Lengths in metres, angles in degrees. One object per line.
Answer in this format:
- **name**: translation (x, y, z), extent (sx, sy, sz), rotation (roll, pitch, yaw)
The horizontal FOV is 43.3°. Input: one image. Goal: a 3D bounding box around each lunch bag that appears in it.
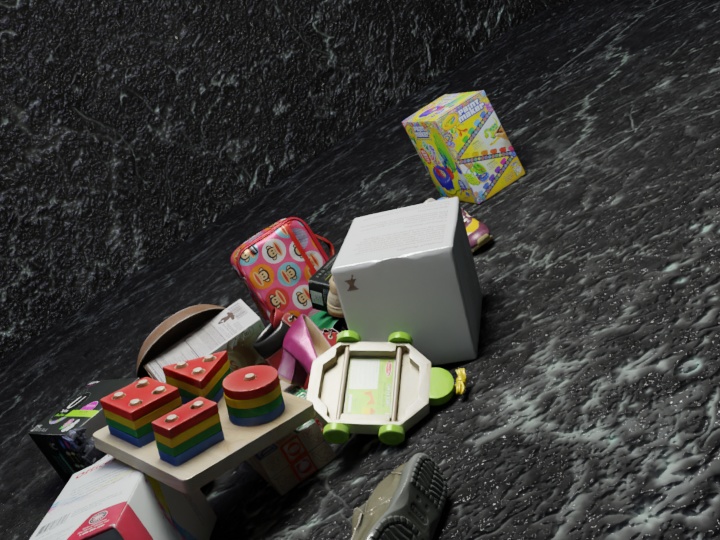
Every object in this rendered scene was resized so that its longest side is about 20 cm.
- **lunch bag**: translation (-0.118, 0.009, 1.639), extent (0.176, 0.201, 0.082), rotation (-35, 12, -17)

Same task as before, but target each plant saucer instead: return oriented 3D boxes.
- **plant saucer**: translation (-0.308, 0.126, 1.578), extent (0.200, 0.035, 0.201), rotation (-35, -24, -18)

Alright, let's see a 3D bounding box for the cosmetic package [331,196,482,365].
- **cosmetic package**: translation (0.072, 0.018, 1.272), extent (0.166, 0.167, 0.200), rotation (-10, 21, 14)

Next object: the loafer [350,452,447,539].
- **loafer**: translation (0.026, 0.259, 0.875), extent (0.070, 0.075, 0.200), rotation (-34, 7, 33)

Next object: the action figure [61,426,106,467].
- **action figure**: translation (-0.340, 0.271, 1.336), extent (0.104, 0.200, 0.194), rotation (30, 78, 28)

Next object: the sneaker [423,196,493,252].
- **sneaker**: translation (0.162, -0.083, 1.615), extent (0.075, 0.090, 0.200), rotation (-33, 16, -12)

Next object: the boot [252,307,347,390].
- **boot**: translation (-0.058, 0.095, 1.371), extent (0.200, 0.145, 0.072), rotation (-34, 15, -19)

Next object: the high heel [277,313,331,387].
- **high heel**: translation (-0.027, 0.127, 1.222), extent (0.199, 0.067, 0.096), rotation (16, 86, 41)

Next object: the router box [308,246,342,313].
- **router box**: translation (0.027, 0.005, 1.532), extent (0.149, 0.062, 0.200), rotation (13, 39, 28)

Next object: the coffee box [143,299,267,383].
- **coffee box**: translation (-0.249, 0.158, 1.542), extent (0.200, 0.115, 0.080), rotation (-35, 42, -16)

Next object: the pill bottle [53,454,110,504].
- **pill bottle**: translation (-0.315, 0.298, 1.260), extent (0.200, 0.113, 0.113), rotation (-35, 17, -15)

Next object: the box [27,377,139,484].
- **box**: translation (-0.435, 0.275, 1.526), extent (0.200, 0.125, 0.148), rotation (-12, 24, 50)

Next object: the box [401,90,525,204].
- **box**: translation (0.209, -0.255, 1.871), extent (0.122, 0.193, 0.200), rotation (-33, 16, -10)

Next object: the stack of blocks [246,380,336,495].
- **stack of blocks**: translation (-0.104, 0.219, 1.226), extent (0.115, 0.059, 0.200), rotation (-34, 16, -16)

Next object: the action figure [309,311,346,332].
- **action figure**: translation (-0.062, 0.099, 1.527), extent (0.118, 0.055, 0.200), rotation (-20, 12, 37)

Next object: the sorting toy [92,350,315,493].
- **sorting toy**: translation (-0.194, 0.165, 1.101), extent (0.199, 0.070, 0.198), rotation (10, 26, 44)

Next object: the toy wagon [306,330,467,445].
- **toy wagon**: translation (0.034, 0.148, 1.141), extent (0.199, 0.040, 0.156), rotation (0, 47, 8)

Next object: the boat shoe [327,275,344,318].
- **boat shoe**: translation (0.000, 0.000, 1.422), extent (0.071, 0.065, 0.200), rotation (3, 28, 15)

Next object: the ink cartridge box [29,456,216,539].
- **ink cartridge box**: translation (-0.281, 0.320, 1.072), extent (0.145, 0.145, 0.200), rotation (-26, 16, 12)
